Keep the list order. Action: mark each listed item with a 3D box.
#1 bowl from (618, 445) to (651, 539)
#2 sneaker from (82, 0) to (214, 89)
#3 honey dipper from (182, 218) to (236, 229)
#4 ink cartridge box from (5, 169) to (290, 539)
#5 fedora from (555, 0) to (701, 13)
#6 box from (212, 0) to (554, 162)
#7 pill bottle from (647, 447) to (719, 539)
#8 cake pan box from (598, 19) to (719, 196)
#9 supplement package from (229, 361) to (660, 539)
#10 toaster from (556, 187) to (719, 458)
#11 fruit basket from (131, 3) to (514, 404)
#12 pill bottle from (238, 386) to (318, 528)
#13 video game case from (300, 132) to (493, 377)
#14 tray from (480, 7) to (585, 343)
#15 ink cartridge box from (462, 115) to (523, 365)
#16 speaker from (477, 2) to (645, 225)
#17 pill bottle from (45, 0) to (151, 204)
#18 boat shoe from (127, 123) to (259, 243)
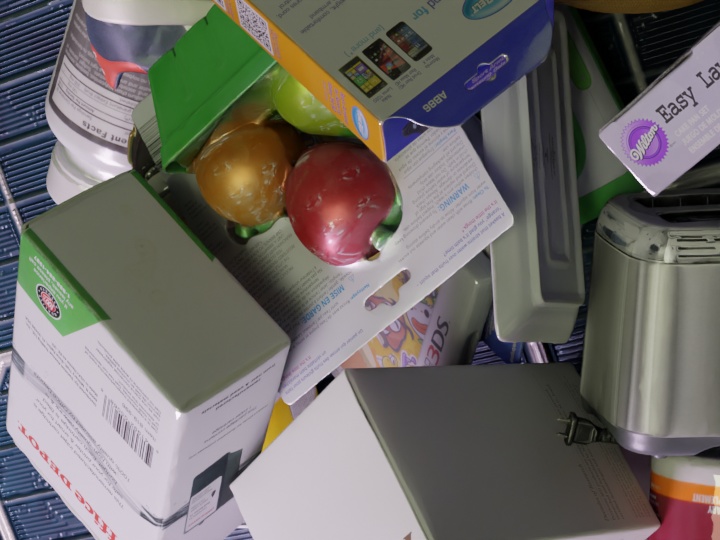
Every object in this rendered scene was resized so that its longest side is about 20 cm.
[{"bbox_3d":[0.113,0.201,1.352,0.198,0.075,0.202,-12,104,33],"label":"bowl"},{"bbox_3d":[-0.064,-0.137,1.239,0.198,0.075,0.085,5,128,5],"label":"sneaker"},{"bbox_3d":[-0.061,-0.037,1.219,0.198,0.038,0.038,-14,103,8],"label":"honey dipper"},{"bbox_3d":[-0.126,0.067,1.189,0.147,0.083,0.201,46,147,20],"label":"ink cartridge box"},{"bbox_3d":[0.124,-0.210,1.151,0.200,0.200,0.082,43,156,8],"label":"fedora"},{"bbox_3d":[0.006,-0.144,1.066,0.200,0.119,0.042,45,162,23],"label":"box"},{"bbox_3d":[0.224,0.205,1.237,0.113,0.114,0.202,4,95,28],"label":"pill bottle"},{"bbox_3d":[0.228,-0.135,1.090,0.052,0.184,0.200,50,123,3],"label":"cake pan box"},{"bbox_3d":[0.050,0.134,1.197,0.121,0.199,0.120,-45,60,34],"label":"supplement package"},{"bbox_3d":[0.203,0.026,1.177,0.198,0.114,0.131,-3,105,-13],"label":"toaster"},{"bbox_3d":[-0.023,-0.059,1.140,0.185,0.093,0.201,-40,75,31],"label":"fruit basket"},{"bbox_3d":[-0.086,0.072,1.342,0.111,0.113,0.201,19,150,22],"label":"pill bottle"},{"bbox_3d":[0.000,0.000,1.301,0.200,0.023,0.183,49,145,28],"label":"video game case"},{"bbox_3d":[0.095,-0.062,1.129,0.022,0.107,0.202,-6,86,26],"label":"tray"},{"bbox_3d":[0.050,-0.045,1.255,0.200,0.042,0.120,49,150,31],"label":"ink cartridge box"},{"bbox_3d":[0.096,-0.126,1.228,0.088,0.088,0.201,-24,96,34],"label":"speaker"},{"bbox_3d":[-0.140,-0.130,1.344,0.110,0.111,0.201,31,121,16],"label":"pill bottle"},{"bbox_3d":[-0.102,-0.046,1.310,0.071,0.201,0.061,-19,72,-4],"label":"boat shoe"}]
